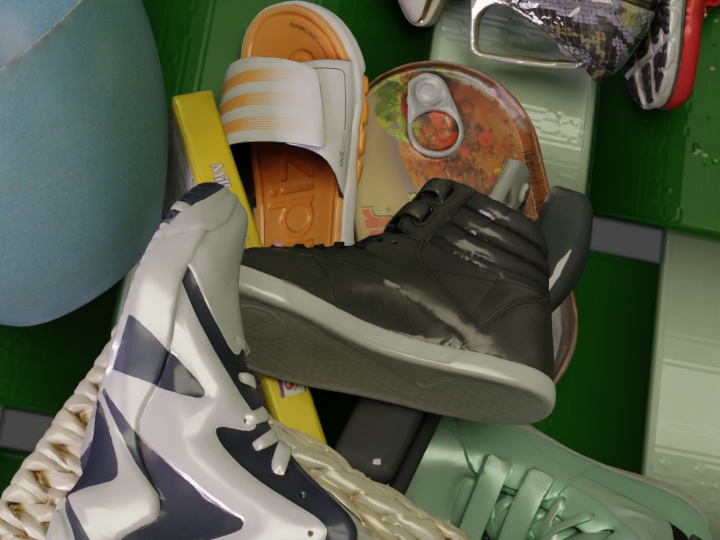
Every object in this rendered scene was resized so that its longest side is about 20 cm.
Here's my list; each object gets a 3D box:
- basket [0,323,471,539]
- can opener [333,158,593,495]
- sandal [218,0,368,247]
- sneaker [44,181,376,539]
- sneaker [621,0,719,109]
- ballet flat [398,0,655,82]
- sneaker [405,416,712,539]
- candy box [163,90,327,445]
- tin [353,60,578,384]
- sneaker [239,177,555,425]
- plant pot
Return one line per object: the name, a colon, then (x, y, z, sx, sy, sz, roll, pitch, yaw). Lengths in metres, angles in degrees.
basket: (-0.075, 0.159, 0.846, 0.200, 0.198, 0.161, 32, 67, 2)
can opener: (0.056, 0.031, 0.932, 0.067, 0.053, 0.200, 17, 60, 20)
sandal: (-0.040, -0.051, 0.978, 0.079, 0.059, 0.208, -14, 70, 31)
sneaker: (-0.044, 0.072, 0.742, 0.129, 0.080, 0.200, 19, 63, -6)
sneaker: (0.201, -0.181, 1.075, 0.085, 0.077, 0.201, 17, 71, -12)
ballet flat: (0.061, -0.158, 1.042, 0.200, 0.072, 0.072, 26, 69, 13)
sneaker: (0.086, 0.127, 0.919, 0.200, 0.118, 0.074, 14, 106, -6)
candy box: (-0.062, 0.020, 0.945, 0.026, 0.102, 0.201, -14, 75, -19)
tin: (0.048, -0.014, 1.010, 0.111, 0.042, 0.201, -6, 73, -16)
sneaker: (0.000, 0.000, 0.879, 0.199, 0.071, 0.100, 16, 61, -8)
plant pot: (-0.171, -0.053, 0.921, 0.200, 0.200, 0.135, -41, 117, -19)
